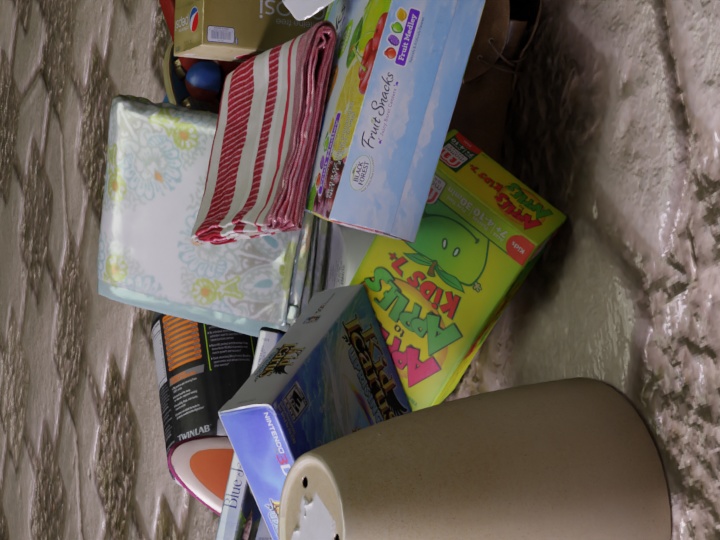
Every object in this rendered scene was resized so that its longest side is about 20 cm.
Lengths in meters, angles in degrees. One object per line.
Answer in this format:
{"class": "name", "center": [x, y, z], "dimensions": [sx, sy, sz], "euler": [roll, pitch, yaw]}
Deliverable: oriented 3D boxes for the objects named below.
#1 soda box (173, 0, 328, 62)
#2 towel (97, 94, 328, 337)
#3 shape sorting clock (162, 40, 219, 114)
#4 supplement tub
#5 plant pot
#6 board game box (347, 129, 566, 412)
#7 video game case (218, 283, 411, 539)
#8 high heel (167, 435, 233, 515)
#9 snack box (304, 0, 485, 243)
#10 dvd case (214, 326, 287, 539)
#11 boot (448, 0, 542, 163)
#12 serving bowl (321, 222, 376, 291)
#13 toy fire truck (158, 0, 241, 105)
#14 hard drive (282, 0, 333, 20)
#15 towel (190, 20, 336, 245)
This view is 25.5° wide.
{"class": "soda box", "center": [-0.041, -0.193, 1.240], "dimensions": [0.068, 0.200, 0.064], "euler": [180, 92, -65]}
{"class": "towel", "center": [-0.119, -0.042, 1.288], "dimensions": [0.048, 0.200, 0.171], "euler": [-25, -55, -68]}
{"class": "shape sorting clock", "center": [-0.103, -0.122, 1.397], "dimensions": [0.039, 0.200, 0.200], "euler": [-34, 52, 24]}
{"class": "supplement tub", "center": [-0.129, 0.095, 1.484], "dimensions": [0.123, 0.122, 0.200], "euler": [131, 136, -52]}
{"class": "plant pot", "center": [0.057, 0.160, 0.994], "dimensions": [0.187, 0.200, 0.188], "euler": [-8, 80, 61]}
{"class": "board game box", "center": [0.055, 0.007, 1.137], "dimensions": [0.102, 0.048, 0.200], "euler": [39, 133, 10]}
{"class": "video game case", "center": [-0.010, 0.137, 1.106], "dimensions": [0.045, 0.181, 0.200], "euler": [-13, 110, 25]}
{"class": "high heel", "center": [-0.085, 0.177, 1.300], "dimensions": [0.096, 0.200, 0.068], "euler": [6, 71, 58]}
{"class": "snack box", "center": [0.007, -0.114, 1.092], "dimensions": [0.200, 0.068, 0.169], "euler": [-155, 81, -76]}
{"class": "dvd case", "center": [-0.060, 0.148, 1.161], "dimensions": [0.018, 0.143, 0.200], "euler": [10, 84, 21]}
{"class": "boot", "center": [0.087, -0.147, 1.129], "dimensions": [0.075, 0.074, 0.200], "euler": [-2, 83, 55]}
{"class": "serving bowl", "center": [0.000, 0.000, 1.291], "dimensions": [0.200, 0.066, 0.200], "euler": [-10, 78, 63]}
{"class": "toy fire truck", "center": [-0.078, -0.175, 1.353], "dimensions": [0.112, 0.168, 0.200], "euler": [116, 146, -40]}
{"class": "hard drive", "center": [0.024, -0.250, 1.127], "dimensions": [0.132, 0.027, 0.200], "euler": [-32, 15, 26]}
{"class": "towel", "center": [-0.075, -0.094, 1.147], "dimensions": [0.200, 0.023, 0.144], "euler": [-7, 71, 66]}
